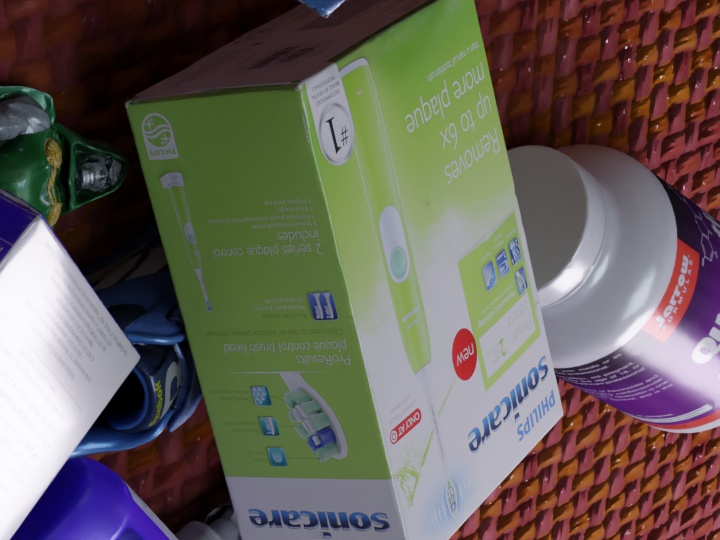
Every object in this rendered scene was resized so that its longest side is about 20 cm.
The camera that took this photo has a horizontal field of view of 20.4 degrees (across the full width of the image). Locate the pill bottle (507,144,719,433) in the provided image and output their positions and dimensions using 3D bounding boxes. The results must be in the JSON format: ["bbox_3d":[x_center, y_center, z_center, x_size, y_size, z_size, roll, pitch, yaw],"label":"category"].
[{"bbox_3d":[0.130,0.007,1.008,0.200,0.112,0.113,27,93,-50],"label":"pill bottle"}]

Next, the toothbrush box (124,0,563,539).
[{"bbox_3d":[0.000,0.000,0.816,0.146,0.086,0.201,-36,120,-53],"label":"toothbrush box"}]

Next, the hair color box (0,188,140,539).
[{"bbox_3d":[-0.170,0.073,0.683,0.200,0.065,0.109,-56,153,-18],"label":"hair color box"}]

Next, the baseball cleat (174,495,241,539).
[{"bbox_3d":[-0.036,0.110,0.935,0.106,0.070,0.201,5,109,-47],"label":"baseball cleat"}]

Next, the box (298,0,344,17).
[{"bbox_3d":[-0.074,-0.182,0.620,0.038,0.201,0.136,-40,145,21],"label":"box"}]

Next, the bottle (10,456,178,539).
[{"bbox_3d":[-0.086,0.173,0.875,0.083,0.065,0.200,-40,116,-2],"label":"bottle"}]

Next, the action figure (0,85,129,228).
[{"bbox_3d":[-0.168,-0.023,0.734,0.199,0.055,0.119,-19,123,-42],"label":"action figure"}]

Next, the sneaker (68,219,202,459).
[{"bbox_3d":[-0.085,0.030,0.826,0.199,0.082,0.074,-26,128,-35],"label":"sneaker"}]
